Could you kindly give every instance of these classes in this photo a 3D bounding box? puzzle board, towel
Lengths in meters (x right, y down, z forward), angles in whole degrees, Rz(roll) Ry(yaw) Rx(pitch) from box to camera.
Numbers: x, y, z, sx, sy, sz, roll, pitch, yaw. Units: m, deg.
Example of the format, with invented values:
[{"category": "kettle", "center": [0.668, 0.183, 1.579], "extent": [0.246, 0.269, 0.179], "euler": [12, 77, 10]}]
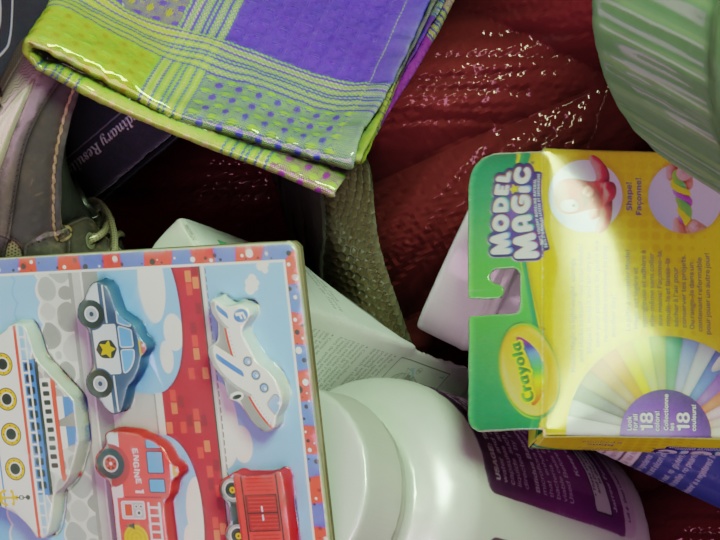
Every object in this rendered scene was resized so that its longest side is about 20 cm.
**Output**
[{"category": "puzzle board", "center": [-0.082, 0.092, 1.002], "extent": [0.150, 0.017, 0.200], "euler": [-3, 97, 23]}, {"category": "towel", "center": [-0.037, -0.119, 1.045], "extent": [0.143, 0.200, 0.023], "euler": [22, 135, 5]}]

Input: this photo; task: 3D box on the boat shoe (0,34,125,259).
[{"category": "boat shoe", "center": [-0.129, -0.007, 1.066], "extent": [0.073, 0.075, 0.200], "euler": [13, 124, -8]}]

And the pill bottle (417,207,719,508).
[{"category": "pill bottle", "center": [0.130, 0.030, 1.105], "extent": [0.200, 0.111, 0.111], "euler": [25, 115, 2]}]

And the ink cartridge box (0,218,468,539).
[{"category": "ink cartridge box", "center": [-0.054, 0.070, 1.108], "extent": [0.161, 0.200, 0.050], "euler": [-49, 56, 15]}]

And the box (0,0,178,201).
[{"category": "box", "center": [-0.160, -0.118, 1.117], "extent": [0.148, 0.104, 0.200], "euler": [-36, 100, 23]}]

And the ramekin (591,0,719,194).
[{"category": "ramekin", "center": [0.179, -0.106, 0.945], "extent": [0.098, 0.200, 0.200], "euler": [31, 125, 48]}]

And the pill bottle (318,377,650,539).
[{"category": "pill bottle", "center": [0.026, 0.106, 1.084], "extent": [0.112, 0.200, 0.113], "euler": [-12, 70, 34]}]

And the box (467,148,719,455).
[{"category": "box", "center": [0.140, 0.014, 1.028], "extent": [0.200, 0.048, 0.118], "euler": [2, 78, -5]}]

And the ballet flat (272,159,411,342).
[{"category": "ballet flat", "center": [0.000, 0.000, 1.157], "extent": [0.046, 0.067, 0.200], "euler": [-18, 110, -13]}]
